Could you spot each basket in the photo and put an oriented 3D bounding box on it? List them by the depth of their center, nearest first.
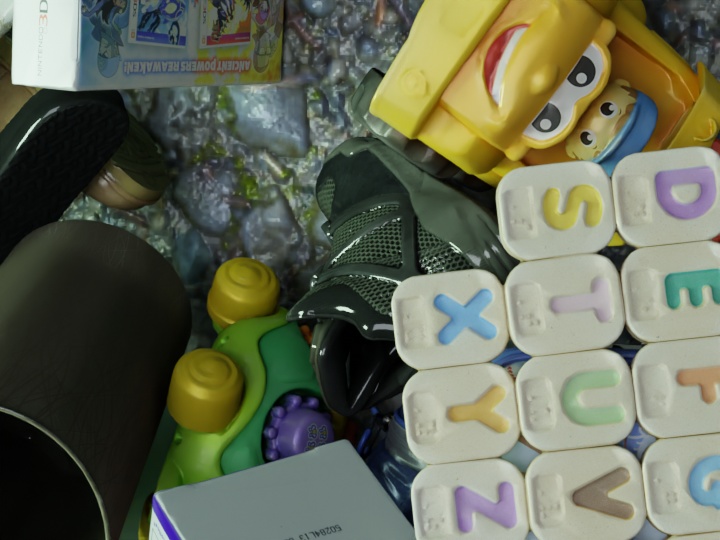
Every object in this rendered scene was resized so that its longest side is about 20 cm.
[{"bbox_3d":[-0.167,0.074,0.878,0.135,0.200,0.181,27,124,-5],"label":"basket"}]

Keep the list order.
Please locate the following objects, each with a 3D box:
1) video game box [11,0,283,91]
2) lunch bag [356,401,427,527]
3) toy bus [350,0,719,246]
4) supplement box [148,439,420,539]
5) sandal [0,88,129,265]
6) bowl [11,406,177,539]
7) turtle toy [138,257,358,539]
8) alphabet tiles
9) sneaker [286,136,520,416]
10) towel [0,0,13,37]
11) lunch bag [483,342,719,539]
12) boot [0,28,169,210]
[{"bbox_3d":[-0.100,-0.186,0.872,0.046,0.200,0.184,5,98,26],"label":"video game box"},{"bbox_3d":[0.083,0.129,0.864,0.199,0.136,0.133,31,94,11],"label":"lunch bag"},{"bbox_3d":[0.110,-0.069,0.798,0.192,0.200,0.136,40,99,8],"label":"toy bus"},{"bbox_3d":[-0.038,0.191,0.778,0.103,0.101,0.201,49,140,41],"label":"supplement box"},{"bbox_3d":[-0.202,-0.043,0.941,0.200,0.075,0.048,-40,56,24],"label":"sandal"},{"bbox_3d":[-0.187,0.159,1.006,0.199,0.105,0.203,4,99,23],"label":"bowl"},{"bbox_3d":[-0.057,0.100,0.906,0.100,0.201,0.146,17,131,0],"label":"turtle toy"},{"bbox_3d":[0.114,0.052,0.713,0.194,0.015,0.202,-6,85,2],"label":"alphabet tiles"},{"bbox_3d":[0.000,0.000,0.859,0.114,0.199,0.076,-39,121,-7],"label":"sneaker"},{"bbox_3d":[-0.229,-0.155,0.983,0.200,0.031,0.150,-39,42,22],"label":"towel"},{"bbox_3d":[0.119,0.125,0.750,0.159,0.076,0.202,5,87,9],"label":"lunch bag"},{"bbox_3d":[-0.220,-0.034,1.019,0.175,0.066,0.200,47,111,24],"label":"boot"}]
